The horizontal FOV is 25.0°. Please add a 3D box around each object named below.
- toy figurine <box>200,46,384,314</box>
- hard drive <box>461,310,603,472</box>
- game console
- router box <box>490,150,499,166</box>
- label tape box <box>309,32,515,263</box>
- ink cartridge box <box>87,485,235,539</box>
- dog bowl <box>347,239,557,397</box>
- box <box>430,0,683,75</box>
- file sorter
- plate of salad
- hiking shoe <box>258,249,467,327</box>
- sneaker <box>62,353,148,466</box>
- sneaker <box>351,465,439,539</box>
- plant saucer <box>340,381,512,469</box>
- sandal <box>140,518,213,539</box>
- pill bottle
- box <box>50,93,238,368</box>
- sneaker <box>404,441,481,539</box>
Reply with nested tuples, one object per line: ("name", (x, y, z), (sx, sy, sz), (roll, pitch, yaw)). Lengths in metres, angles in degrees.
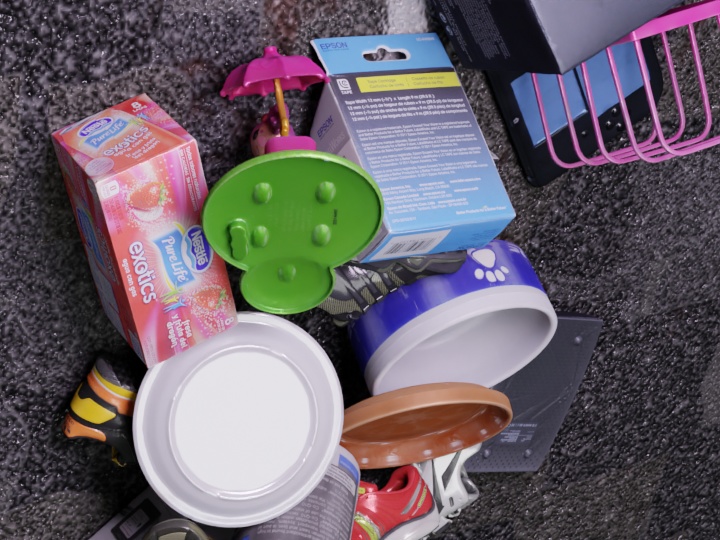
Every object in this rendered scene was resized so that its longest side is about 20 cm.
("toy figurine", (-0.065, -0.095, 1.385), (0.149, 0.185, 0.201), (-2, 140, -7))
("hard drive", (0.182, 0.132, 1.806), (0.134, 0.042, 0.201), (4, 116, -38))
("game console", (0.215, -0.197, 1.620), (0.176, 0.031, 0.201), (-37, 133, -10))
("router box", (0.025, -0.050, 1.563), (0.199, 0.051, 0.150), (-4, 123, -34))
("label tape box", (0.036, -0.114, 1.466), (0.142, 0.201, 0.066), (-8, 155, -33))
("ink cartridge box", (-0.199, 0.287, 1.613), (0.200, 0.067, 0.116), (-42, 135, -6))
("dog bowl", (0.090, 0.057, 1.608), (0.199, 0.079, 0.200), (-18, 153, -10))
("box", (0.183, -0.267, 1.411), (0.196, 0.200, 0.118), (-32, 108, -14))
("file sorter", (0.265, -0.169, 1.494), (0.138, 0.200, 0.126), (-19, 98, -22))
("plate of salad", (-0.112, 0.135, 1.486), (0.199, 0.048, 0.202), (-3, 98, -19))
("hiking shoe", (0.000, 0.000, 1.502), (0.198, 0.076, 0.101), (-2, 131, -19))
("sneaker", (-0.192, 0.150, 1.532), (0.200, 0.070, 0.090), (29, 105, -39))
("sneaker", (-0.007, 0.261, 1.671), (0.199, 0.077, 0.085), (-25, 97, -39))
("plant saucer", (0.053, 0.153, 1.628), (0.199, 0.033, 0.201), (-11, 159, -4))
("sandal", (-0.166, 0.284, 1.552), (0.079, 0.058, 0.201), (-8, 146, 4))
("pill bottle", (-0.067, 0.267, 1.544), (0.113, 0.201, 0.114), (6, 140, 5))
("box", (-0.183, -0.033, 1.389), (0.094, 0.103, 0.201), (-26, 130, -20))
("sneaker", (0.081, 0.257, 1.774), (0.088, 0.074, 0.201), (14, 116, -3))
